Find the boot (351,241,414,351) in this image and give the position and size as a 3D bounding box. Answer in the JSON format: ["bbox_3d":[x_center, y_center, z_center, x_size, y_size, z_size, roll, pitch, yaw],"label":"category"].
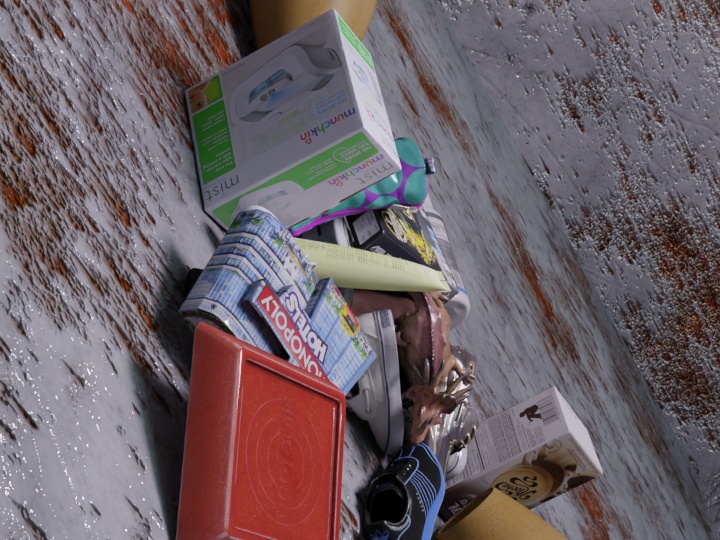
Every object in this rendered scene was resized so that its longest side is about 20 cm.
[{"bbox_3d":[0.008,0.026,1.796,0.166,0.073,0.200,4,36,-52],"label":"boot"}]

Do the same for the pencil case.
[{"bbox_3d":[-0.017,-0.095,1.673,0.085,0.198,0.093,130,-56,-65],"label":"pencil case"}]

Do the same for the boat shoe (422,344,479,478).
[{"bbox_3d":[0.107,0.183,1.730,0.074,0.073,0.202,136,-37,-70],"label":"boat shoe"}]

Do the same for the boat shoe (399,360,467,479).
[{"bbox_3d":[0.071,0.165,1.800,0.066,0.072,0.201,29,38,-57],"label":"boat shoe"}]

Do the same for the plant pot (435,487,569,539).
[{"bbox_3d":[0.187,0.365,1.722,0.201,0.186,0.186,52,15,3],"label":"plant pot"}]

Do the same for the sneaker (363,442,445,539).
[{"bbox_3d":[0.046,0.243,1.587,0.201,0.070,0.078,-79,148,-57],"label":"sneaker"}]

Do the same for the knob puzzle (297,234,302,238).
[{"bbox_3d":[-0.091,-0.124,1.770,0.220,0.030,0.221,42,41,-52],"label":"knob puzzle"}]

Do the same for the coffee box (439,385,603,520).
[{"bbox_3d":[0.187,0.244,1.816,0.113,0.199,0.080,49,19,-42],"label":"coffee box"}]

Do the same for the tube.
[{"bbox_3d":[0.000,0.000,1.610,0.052,0.198,0.058,109,-15,-55],"label":"tube"}]

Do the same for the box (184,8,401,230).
[{"bbox_3d":[-0.075,-0.150,1.563,0.097,0.199,0.178,44,27,-49],"label":"box"}]

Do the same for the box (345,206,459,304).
[{"bbox_3d":[0.036,-0.062,1.814,0.161,0.049,0.201,40,21,-40],"label":"box"}]

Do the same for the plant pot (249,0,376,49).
[{"bbox_3d":[-0.068,-0.330,1.910,0.187,0.185,0.201,49,35,-43],"label":"plant pot"}]

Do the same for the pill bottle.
[{"bbox_3d":[0.073,-0.017,1.997,0.114,0.113,0.201,40,29,-55],"label":"pill bottle"}]

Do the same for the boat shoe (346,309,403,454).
[{"bbox_3d":[0.010,0.132,1.649,0.071,0.069,0.201,-100,-177,-50],"label":"boat shoe"}]

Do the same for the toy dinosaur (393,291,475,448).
[{"bbox_3d":[0.078,0.088,1.642,0.136,0.085,0.202,-53,130,-83],"label":"toy dinosaur"}]

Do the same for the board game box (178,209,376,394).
[{"bbox_3d":[-0.080,0.077,1.346,0.201,0.061,0.201,59,34,-28],"label":"board game box"}]

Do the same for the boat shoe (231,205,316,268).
[{"bbox_3d":[-0.074,0.013,1.538,0.203,0.074,0.086,63,21,-17],"label":"boat shoe"}]

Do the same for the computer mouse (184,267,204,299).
[{"bbox_3d":[-0.098,0.073,1.431,0.201,0.046,0.140,63,17,-8],"label":"computer mouse"}]

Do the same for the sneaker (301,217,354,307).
[{"bbox_3d":[-0.031,-0.001,1.699,0.071,0.073,0.201,51,28,-43],"label":"sneaker"}]

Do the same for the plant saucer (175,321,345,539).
[{"bbox_3d":[-0.073,0.164,1.237,0.200,0.036,0.201,30,56,-49],"label":"plant saucer"}]
